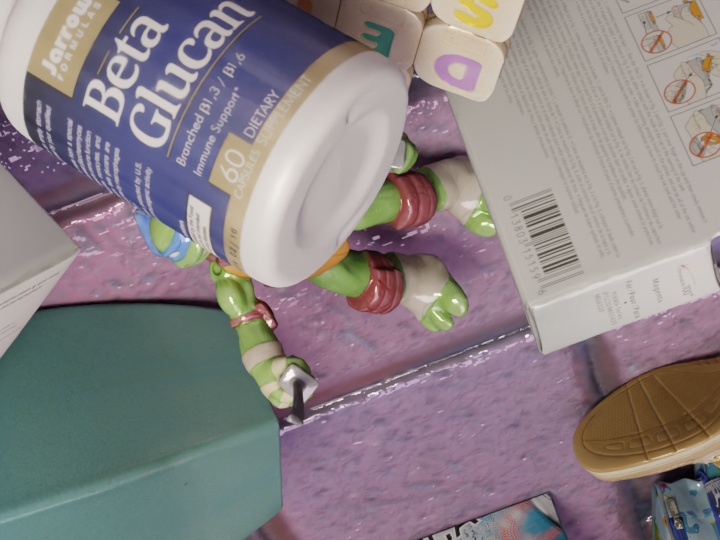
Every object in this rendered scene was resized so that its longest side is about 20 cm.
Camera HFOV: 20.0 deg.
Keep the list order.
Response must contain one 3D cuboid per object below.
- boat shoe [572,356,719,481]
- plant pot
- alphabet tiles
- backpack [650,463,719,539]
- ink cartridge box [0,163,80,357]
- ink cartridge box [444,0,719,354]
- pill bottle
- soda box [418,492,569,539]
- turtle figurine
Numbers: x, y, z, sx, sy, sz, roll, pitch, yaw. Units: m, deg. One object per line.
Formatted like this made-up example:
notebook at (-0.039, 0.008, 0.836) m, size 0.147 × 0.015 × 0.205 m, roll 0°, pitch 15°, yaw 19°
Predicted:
boat shoe at (0.239, 0.096, 1.336) m, size 0.199 × 0.074 × 0.069 m, roll -23°, pitch 135°, yaw 5°
plant pot at (-0.151, 0.107, 1.155) m, size 0.199 × 0.142 × 0.142 m, roll -15°, pitch 142°, yaw -13°
alphabet tiles at (-0.025, -0.138, 0.919) m, size 0.199 × 0.015 × 0.196 m, roll 20°, pitch 151°, yaw 2°
backpack at (0.284, 0.226, 1.406) m, size 0.146 × 0.200 × 0.183 m, roll -17°, pitch 142°, yaw -2°
ink cartridge box at (-0.251, 0.014, 0.991) m, size 0.200 × 0.147 × 0.083 m, roll -48°, pitch 172°, yaw 33°
ink cartridge box at (0.139, -0.072, 1.001) m, size 0.173 × 0.200 × 0.044 m, roll -19°, pitch 139°, yaw 3°
pill bottle at (-0.088, -0.087, 0.898) m, size 0.111 × 0.200 × 0.111 m, roll -51°, pitch 160°, yaw -26°
soda box at (0.055, 0.229, 1.431) m, size 0.199 × 0.064 × 0.068 m, roll -21°, pitch 141°, yaw 2°
turtle figurine at (0.000, 0.000, 1.059) m, size 0.193 × 0.145 × 0.200 m, roll -3°, pitch -179°, yaw -43°
